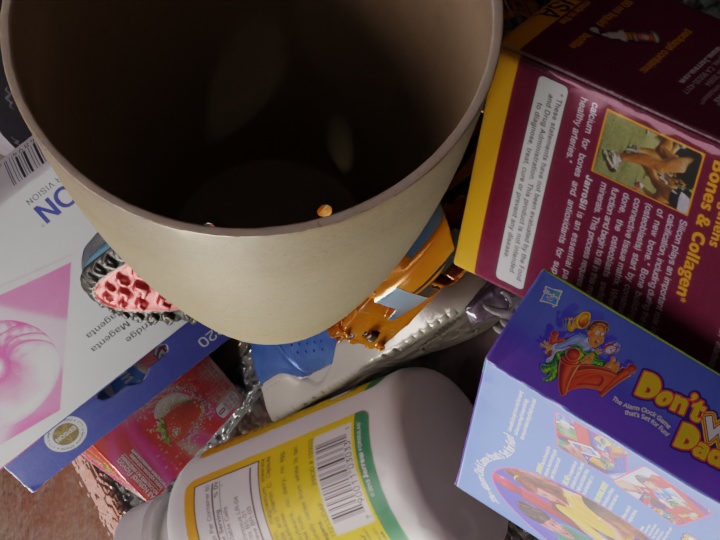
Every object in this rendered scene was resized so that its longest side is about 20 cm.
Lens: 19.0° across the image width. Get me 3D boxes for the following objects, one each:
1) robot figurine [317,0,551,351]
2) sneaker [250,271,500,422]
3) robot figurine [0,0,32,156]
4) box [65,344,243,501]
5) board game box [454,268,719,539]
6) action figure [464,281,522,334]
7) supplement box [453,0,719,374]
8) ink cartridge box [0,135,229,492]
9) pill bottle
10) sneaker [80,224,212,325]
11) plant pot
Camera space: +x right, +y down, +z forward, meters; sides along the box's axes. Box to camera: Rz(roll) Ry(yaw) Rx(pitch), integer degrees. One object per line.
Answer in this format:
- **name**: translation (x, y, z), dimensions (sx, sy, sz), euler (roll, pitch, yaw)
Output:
- **robot figurine**: translation (0.038, -0.063, 0.996), dimensions (0.200, 0.058, 0.145), euler (-51, 42, 32)
- **sneaker**: translation (-0.001, 0.000, 1.135), dimensions (0.200, 0.077, 0.111), euler (-33, 74, 52)
- **robot figurine**: translation (-0.162, -0.121, 1.269), dimensions (0.150, 0.125, 0.200), euler (47, 158, -27)
- **box**: translation (-0.175, 0.040, 1.324), dimensions (0.100, 0.095, 0.200), euler (26, 160, 46)
- **board game box**: translation (0.112, 0.083, 0.893), dimensions (0.134, 0.045, 0.200), euler (32, 163, 9)
- **action figure**: translation (0.126, 0.042, 0.970), dimensions (0.200, 0.069, 0.130), euler (47, 158, 42)
- **supplement box**: translation (0.148, -0.022, 0.837), dimensions (0.200, 0.086, 0.110), euler (27, 131, 21)
- **ink cartridge box**: translation (-0.165, 0.025, 1.216), dimensions (0.200, 0.196, 0.043), euler (49, -176, -38)
- **pill bottle**: translation (-0.031, 0.135, 1.150), dimensions (0.200, 0.113, 0.113), euler (-24, 87, 26)
- **sneaker**: translation (-0.061, -0.048, 1.125), dimensions (0.079, 0.200, 0.096), euler (53, -172, -41)
- **plant pot**: translation (-0.041, -0.052, 0.884), dimensions (0.187, 0.187, 0.200), euler (55, 164, 22)
